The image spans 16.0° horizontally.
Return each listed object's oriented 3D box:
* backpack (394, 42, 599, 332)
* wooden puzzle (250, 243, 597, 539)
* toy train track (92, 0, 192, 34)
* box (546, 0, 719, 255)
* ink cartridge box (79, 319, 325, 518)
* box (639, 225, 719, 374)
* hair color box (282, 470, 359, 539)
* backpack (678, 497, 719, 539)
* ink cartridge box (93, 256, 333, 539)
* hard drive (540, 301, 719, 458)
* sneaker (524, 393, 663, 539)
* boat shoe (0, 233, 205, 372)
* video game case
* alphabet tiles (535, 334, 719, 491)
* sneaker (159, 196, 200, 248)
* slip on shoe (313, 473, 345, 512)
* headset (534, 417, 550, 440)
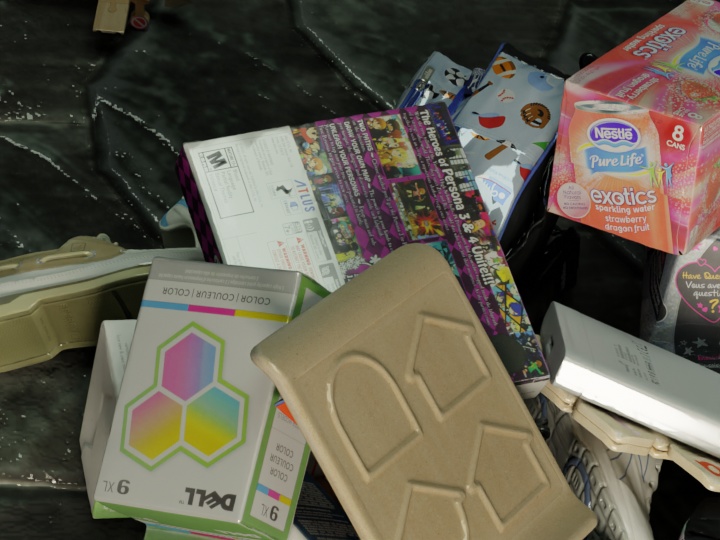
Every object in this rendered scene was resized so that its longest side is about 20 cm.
[{"bbox_3d":[0.070,-0.039,1.713,0.153,0.201,0.191,17,50,10],"label":"backpack"},{"bbox_3d":[0.032,0.101,1.451,0.201,0.046,0.185,57,37,-1],"label":"wooden puzzle"},{"bbox_3d":[-0.223,-0.215,1.921,0.199,0.033,0.115,6,51,-1],"label":"toy train track"},{"bbox_3d":[0.214,-0.097,1.666,0.102,0.095,0.200,21,31,26],"label":"box"},{"bbox_3d":[-0.066,0.090,1.588,0.199,0.117,0.068,0,46,-17],"label":"ink cartridge box"},{"bbox_3d":[0.265,-0.009,1.743,0.131,0.115,0.200,15,27,0],"label":"box"},{"bbox_3d":[-0.033,0.194,1.470,0.060,0.100,0.200,12,23,-43],"label":"hair color box"},{"bbox_3d":[0.274,0.219,1.538,0.199,0.127,0.167,15,23,-2],"label":"backpack"},{"bbox_3d":[-0.086,0.098,1.454,0.103,0.059,0.201,6,75,32],"label":"ink cartridge box"},{"bbox_3d":[0.210,0.084,1.608,0.199,0.027,0.132,23,13,-5],"label":"hard drive"},{"bbox_3d":[0.164,0.124,1.651,0.087,0.075,0.201,3,45,-19],"label":"sneaker"},{"bbox_3d":[-0.171,0.010,1.653,0.199,0.075,0.069,-8,46,-4],"label":"boat shoe"},{"bbox_3d":[0.000,0.000,1.562,0.180,0.036,0.201,-11,66,-22],"label":"video game case"},{"bbox_3d":[0.195,0.096,1.622,0.199,0.015,0.195,13,18,-43],"label":"alphabet tiles"},{"bbox_3d":[-0.061,0.024,1.699,0.080,0.077,0.200,-29,60,-9],"label":"sneaker"},{"bbox_3d":[0.008,0.206,1.534,0.076,0.061,0.200,-24,47,-15],"label":"slip on shoe"},{"bbox_3d":[0.111,0.194,1.547,0.123,0.094,0.201,2,56,-13],"label":"headset"}]
